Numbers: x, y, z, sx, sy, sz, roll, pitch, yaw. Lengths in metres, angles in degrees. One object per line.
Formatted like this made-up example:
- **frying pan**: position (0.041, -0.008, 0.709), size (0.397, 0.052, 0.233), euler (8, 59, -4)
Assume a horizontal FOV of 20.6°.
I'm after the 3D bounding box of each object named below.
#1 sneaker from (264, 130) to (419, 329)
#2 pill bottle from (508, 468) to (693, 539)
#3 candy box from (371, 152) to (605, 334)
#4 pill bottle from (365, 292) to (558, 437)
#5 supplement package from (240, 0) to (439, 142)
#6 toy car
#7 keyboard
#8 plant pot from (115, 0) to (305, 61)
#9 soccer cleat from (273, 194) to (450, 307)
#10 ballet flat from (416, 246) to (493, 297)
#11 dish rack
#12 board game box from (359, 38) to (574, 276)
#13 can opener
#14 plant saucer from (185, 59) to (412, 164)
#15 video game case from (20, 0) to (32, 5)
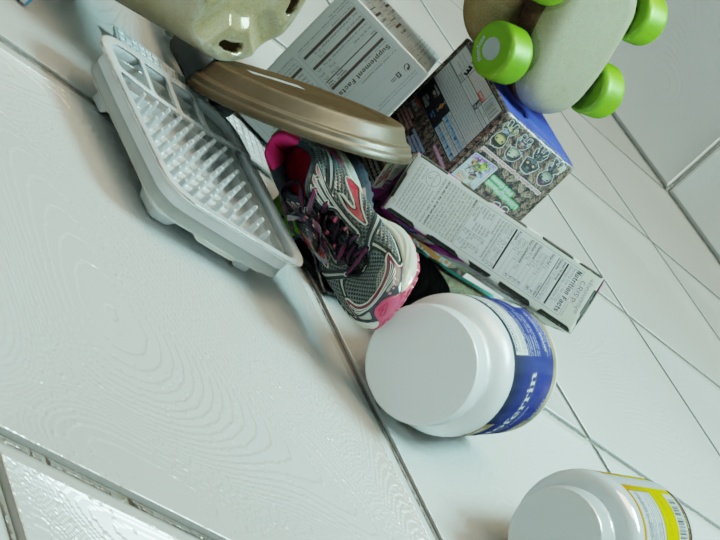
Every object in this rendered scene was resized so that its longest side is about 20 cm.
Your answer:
- **sneaker**: position (-0.021, -0.032, 1.570), size (0.074, 0.081, 0.200), euler (26, 24, -44)
- **pill bottle**: position (0.189, 0.215, 1.581), size (0.110, 0.109, 0.200), euler (54, 15, 23)
- **candy box**: position (0.106, -0.027, 1.737), size (0.199, 0.061, 0.136), euler (34, -1, -9)
- **pill bottle**: position (0.082, 0.077, 1.618), size (0.116, 0.116, 0.200), euler (52, 15, 16)
- **supplement package**: position (-0.019, -0.180, 1.895), size (0.111, 0.156, 0.200), euler (45, 11, -3)
- **toy car**: position (0.156, -0.255, 1.871), size (0.164, 0.159, 0.200), euler (15, 21, -43)
- **keyboard**: position (-0.145, -0.147, 1.752), size (0.200, 0.011, 0.056), euler (36, 19, -39)
- **plant pot**: position (-0.140, -0.277, 1.645), size (0.183, 0.201, 0.200), euler (40, 9, 30)
- **soccer cleat**: position (0.000, 0.000, 1.703), size (0.199, 0.067, 0.081), euler (32, 30, -30)
- **ballet flat**: position (0.043, 0.006, 1.798), size (0.199, 0.063, 0.067), euler (34, -2, -29)
- **dish rack**: position (-0.135, -0.082, 1.543), size (0.171, 0.043, 0.201), euler (34, 20, -47)
- **board game box**: position (0.082, -0.092, 1.888), size (0.097, 0.200, 0.160), euler (37, 18, -29)
- **can opener**: position (-0.141, -0.206, 1.796), size (0.053, 0.066, 0.200), euler (38, 16, -30)
- **plant saucer**: position (-0.047, -0.135, 1.644), size (0.199, 0.030, 0.200), euler (19, 9, -3)
- **video game case**: position (-0.341, -0.307, 1.582), size (0.200, 0.018, 0.143), euler (39, 18, -32)
